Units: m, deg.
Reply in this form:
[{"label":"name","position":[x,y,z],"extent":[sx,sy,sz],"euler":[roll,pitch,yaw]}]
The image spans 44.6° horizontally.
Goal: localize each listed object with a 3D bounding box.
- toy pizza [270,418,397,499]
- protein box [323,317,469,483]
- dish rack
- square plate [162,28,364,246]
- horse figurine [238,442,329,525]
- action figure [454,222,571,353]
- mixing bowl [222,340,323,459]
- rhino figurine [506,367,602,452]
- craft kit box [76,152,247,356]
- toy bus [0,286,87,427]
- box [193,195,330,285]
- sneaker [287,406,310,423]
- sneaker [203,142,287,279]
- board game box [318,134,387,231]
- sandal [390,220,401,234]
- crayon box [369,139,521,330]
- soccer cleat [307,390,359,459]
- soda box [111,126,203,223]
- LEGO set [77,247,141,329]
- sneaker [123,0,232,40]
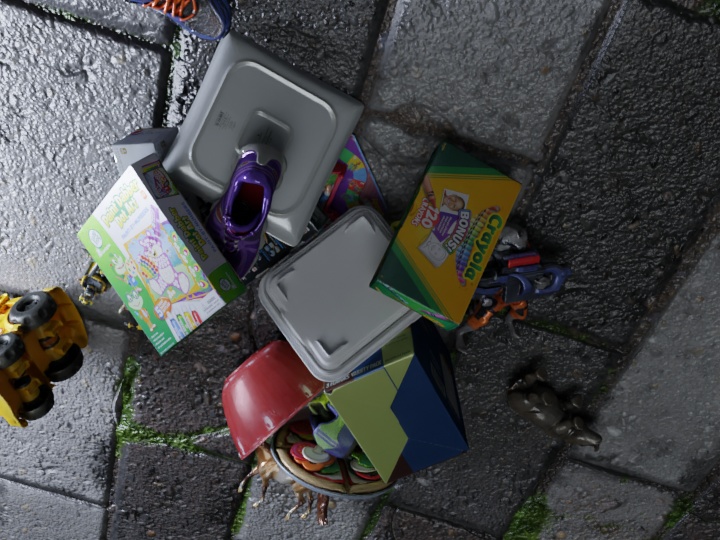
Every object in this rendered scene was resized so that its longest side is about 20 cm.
[{"label":"toy pizza","position":[-0.035,0.264,1.285],"extent":[0.196,0.201,0.032],"euler":[14,108,-3]},{"label":"protein box","position":[0.047,0.143,1.241],"extent":[0.133,0.202,0.200],"euler":[-23,123,12]},{"label":"dish rack","position":[-0.018,0.023,1.128],"extent":[0.199,0.044,0.173],"euler":[-37,79,-9]},{"label":"square plate","position":[-0.120,-0.161,1.084],"extent":[0.195,0.028,0.203],"euler":[26,93,-13]},{"label":"horse figurine","position":[-0.133,0.374,1.556],"extent":[0.196,0.050,0.135],"euler":[23,112,1]},{"label":"action figure","position":[0.174,0.018,1.201],"extent":[0.196,0.105,0.197],"euler":[-1,127,-22]},{"label":"mixing bowl","position":[-0.139,0.180,1.340],"extent":[0.109,0.200,0.200],"euler":[49,123,2]},{"label":"rhino figurine","position":[0.307,0.227,1.368],"extent":[0.199,0.061,0.087],"euler":[39,144,-22]},{"label":"craft kit box","position":[-0.254,-0.013,1.100],"extent":[0.199,0.048,0.200],"euler":[-34,89,47]},{"label":"toy bus","position":[-0.549,0.128,1.347],"extent":[0.188,0.202,0.138],"euler":[0,129,19]},{"label":"box","position":[-0.160,-0.097,1.165],"extent":[0.158,0.046,0.201],"euler":[-34,102,31]},{"label":"sneaker","position":[-0.020,0.274,1.440],"extent":[0.195,0.074,0.117],"euler":[-8,127,3]},{"label":"sneaker","position":[-0.149,-0.057,1.048],"extent":[0.079,0.084,0.202],"euler":[18,129,-6]},{"label":"board game box","position":[-0.057,-0.099,1.180],"extent":[0.155,0.039,0.202],"euler":[-14,125,19]},{"label":"sandal","position":[0.000,0.000,1.212],"extent":[0.197,0.089,0.079],"euler":[-19,152,26]},{"label":"crayon box","position":[0.106,-0.043,1.096],"extent":[0.117,0.203,0.058],"euler":[27,166,-4]},{"label":"soccer cleat","position":[-0.040,0.200,1.290],"extent":[0.083,0.201,0.065],"euler":[32,105,-14]},{"label":"soda box","position":[-0.254,-0.081,1.144],"extent":[0.067,0.064,0.204],"euler":[1,118,22]},{"label":"LEGO set","position":[-0.327,0.033,1.278],"extent":[0.198,0.117,0.154],"euler":[32,126,-16]},{"label":"sneaker","position":[-0.238,-0.325,1.006],"extent":[0.198,0.079,0.076],"euler":[30,128,-15]}]
